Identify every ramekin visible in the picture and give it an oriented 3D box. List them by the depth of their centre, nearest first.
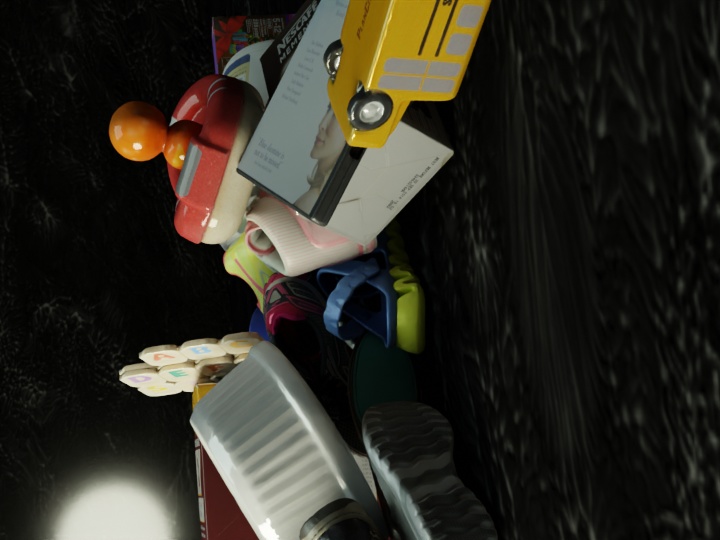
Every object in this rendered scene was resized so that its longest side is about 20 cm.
[{"bbox_3d":[-0.068,0.169,0.936,0.203,0.093,0.203,55,167,19],"label":"ramekin"}]

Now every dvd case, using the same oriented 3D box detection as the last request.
[{"bbox_3d":[-0.017,-0.144,0.817,0.142,0.017,0.202,33,97,55],"label":"dvd case"}]

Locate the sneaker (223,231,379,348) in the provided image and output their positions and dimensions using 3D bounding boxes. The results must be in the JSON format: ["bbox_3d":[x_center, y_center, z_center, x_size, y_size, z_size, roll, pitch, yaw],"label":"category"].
[{"bbox_3d":[-0.055,0.025,1.070,0.200,0.089,0.079,49,-144,-26],"label":"sneaker"}]

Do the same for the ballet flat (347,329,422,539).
[{"bbox_3d":[0.026,0.149,0.957,0.068,0.067,0.203,93,169,-59],"label":"ballet flat"}]

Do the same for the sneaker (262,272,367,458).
[{"bbox_3d":[-0.034,0.098,1.000,0.201,0.080,0.075,57,-166,-20],"label":"sneaker"}]

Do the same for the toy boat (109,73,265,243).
[{"bbox_3d":[-0.157,-0.112,0.963,0.200,0.129,0.132,-113,42,-70],"label":"toy boat"}]

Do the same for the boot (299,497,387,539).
[{"bbox_3d":[0.039,0.271,0.822,0.151,0.073,0.201,50,175,47],"label":"boot"}]

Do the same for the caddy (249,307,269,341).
[{"bbox_3d":[-0.068,0.111,1.292,0.200,0.103,0.144,17,-107,-83],"label":"caddy"}]

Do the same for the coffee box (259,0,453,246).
[{"bbox_3d":[-0.009,-0.137,0.889,0.113,0.079,0.202,-46,39,28],"label":"coffee box"}]

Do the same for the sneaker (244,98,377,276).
[{"bbox_3d":[-0.070,-0.077,0.973,0.076,0.103,0.201,76,167,-54],"label":"sneaker"}]

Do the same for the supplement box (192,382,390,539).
[{"bbox_3d":[-0.067,0.214,1.107,0.133,0.194,0.204,134,132,-76],"label":"supplement box"}]

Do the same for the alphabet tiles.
[{"bbox_3d":[-0.137,0.101,1.108,0.196,0.197,0.015,63,-160,-69],"label":"alphabet tiles"}]

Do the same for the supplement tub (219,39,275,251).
[{"bbox_3d":[-0.080,-0.118,1.125,0.145,0.142,0.203,110,164,-63],"label":"supplement tub"}]

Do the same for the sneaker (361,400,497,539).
[{"bbox_3d":[0.043,0.178,0.848,0.201,0.073,0.083,-113,24,-56],"label":"sneaker"}]

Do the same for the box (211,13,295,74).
[{"bbox_3d":[-0.098,-0.206,1.272,0.039,0.134,0.203,110,153,-65],"label":"box"}]

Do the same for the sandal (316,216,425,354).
[{"bbox_3d":[0.000,0.000,0.985,0.201,0.086,0.081,-109,17,-58],"label":"sandal"}]

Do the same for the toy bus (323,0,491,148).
[{"bbox_3d":[0.036,-0.173,0.679,0.066,0.077,0.202,-114,31,-41],"label":"toy bus"}]
